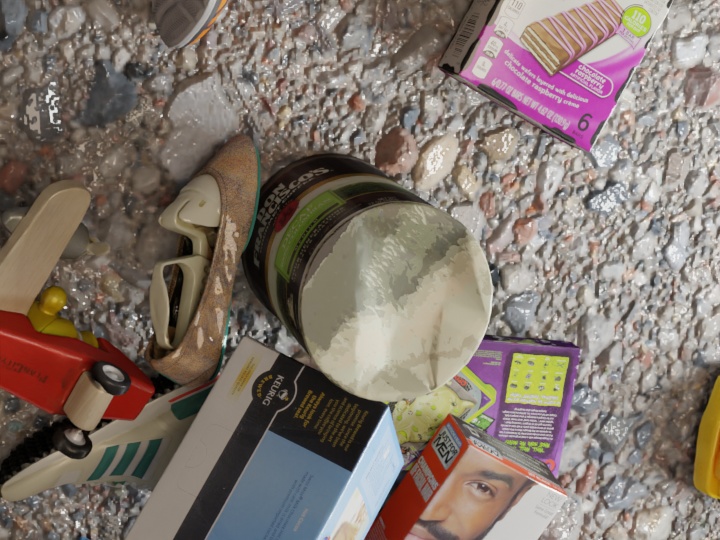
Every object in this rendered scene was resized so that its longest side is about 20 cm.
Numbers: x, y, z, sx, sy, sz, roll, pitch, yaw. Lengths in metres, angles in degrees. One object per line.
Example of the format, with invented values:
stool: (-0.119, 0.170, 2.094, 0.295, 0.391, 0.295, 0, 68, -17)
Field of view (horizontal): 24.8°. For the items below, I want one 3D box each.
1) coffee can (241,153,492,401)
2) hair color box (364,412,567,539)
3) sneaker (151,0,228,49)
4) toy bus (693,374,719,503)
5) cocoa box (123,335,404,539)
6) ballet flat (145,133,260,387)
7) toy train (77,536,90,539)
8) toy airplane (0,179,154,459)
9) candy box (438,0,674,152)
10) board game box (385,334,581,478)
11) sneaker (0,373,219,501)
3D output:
coffee can: (0.000, 0.000, 1.245, 0.145, 0.200, 0.148, -4, 104, -16)
hair color box: (0.070, 0.234, 1.380, 0.110, 0.064, 0.201, 28, 102, -23)
sneaker: (-0.073, -0.241, 1.214, 0.111, 0.078, 0.200, -3, 142, -41)
toy bus: (0.416, 0.173, 1.416, 0.198, 0.192, 0.137, 7, 103, -16)
cocoa box: (-0.070, 0.180, 1.224, 0.130, 0.134, 0.201, 24, 70, 17)
ballet flat: (-0.124, -0.013, 1.252, 0.067, 0.068, 0.202, 15, 80, -38)
toy train: (-0.164, 0.298, 1.316, 0.199, 0.114, 0.087, 28, 107, -20)
toy airplane: (-0.269, 0.043, 1.209, 0.198, 0.141, 0.201, -16, 118, -2)
candy box: (0.171, -0.216, 1.315, 0.136, 0.061, 0.201, 27, 94, -20)
board game box: (0.084, 0.112, 1.390, 0.198, 0.032, 0.121, 6, 99, -18)
sneaker: (-0.186, 0.152, 1.296, 0.199, 0.070, 0.094, -26, 105, -12)
